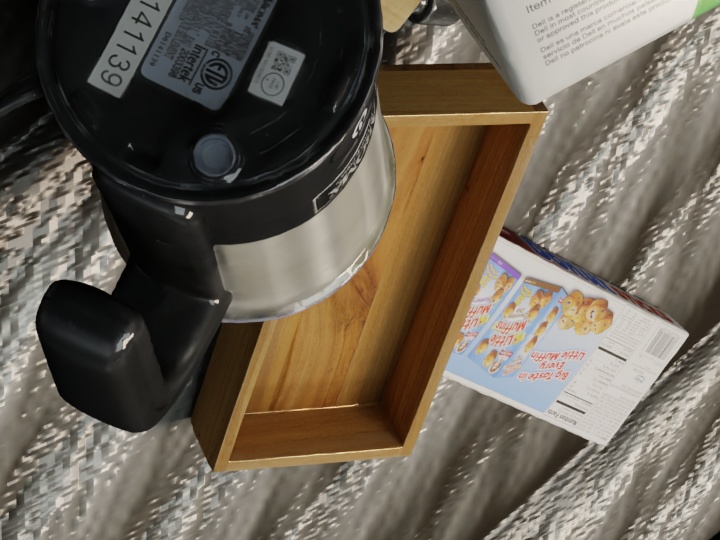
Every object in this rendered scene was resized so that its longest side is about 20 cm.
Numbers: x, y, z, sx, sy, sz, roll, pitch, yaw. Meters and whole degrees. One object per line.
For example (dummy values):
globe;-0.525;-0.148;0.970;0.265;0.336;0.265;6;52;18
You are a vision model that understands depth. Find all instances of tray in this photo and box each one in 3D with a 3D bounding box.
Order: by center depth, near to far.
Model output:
tray;0.000;0.000;1.274;0.098;0.037;0.201;-3;135;-27

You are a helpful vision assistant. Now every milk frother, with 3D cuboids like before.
milk frother;-0.098;-0.064;1.086;0.181;0.200;0.188;-46;169;-9

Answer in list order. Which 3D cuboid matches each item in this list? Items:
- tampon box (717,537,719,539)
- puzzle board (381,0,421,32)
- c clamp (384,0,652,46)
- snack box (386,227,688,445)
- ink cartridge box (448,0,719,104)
tampon box;0.241;0.251;1.701;0.150;0.126;0.200;-38;142;-13
puzzle board;-0.014;-0.183;1.071;0.199;0.017;0.151;25;112;-38
c clamp;0.082;-0.134;1.278;0.199;0.027;0.172;-6;125;-39
snack box;0.082;0.029;1.424;0.072;0.024;0.200;-53;143;9
ink cartridge box;0.079;-0.180;1.051;0.145;0.084;0.200;-27;134;-4
